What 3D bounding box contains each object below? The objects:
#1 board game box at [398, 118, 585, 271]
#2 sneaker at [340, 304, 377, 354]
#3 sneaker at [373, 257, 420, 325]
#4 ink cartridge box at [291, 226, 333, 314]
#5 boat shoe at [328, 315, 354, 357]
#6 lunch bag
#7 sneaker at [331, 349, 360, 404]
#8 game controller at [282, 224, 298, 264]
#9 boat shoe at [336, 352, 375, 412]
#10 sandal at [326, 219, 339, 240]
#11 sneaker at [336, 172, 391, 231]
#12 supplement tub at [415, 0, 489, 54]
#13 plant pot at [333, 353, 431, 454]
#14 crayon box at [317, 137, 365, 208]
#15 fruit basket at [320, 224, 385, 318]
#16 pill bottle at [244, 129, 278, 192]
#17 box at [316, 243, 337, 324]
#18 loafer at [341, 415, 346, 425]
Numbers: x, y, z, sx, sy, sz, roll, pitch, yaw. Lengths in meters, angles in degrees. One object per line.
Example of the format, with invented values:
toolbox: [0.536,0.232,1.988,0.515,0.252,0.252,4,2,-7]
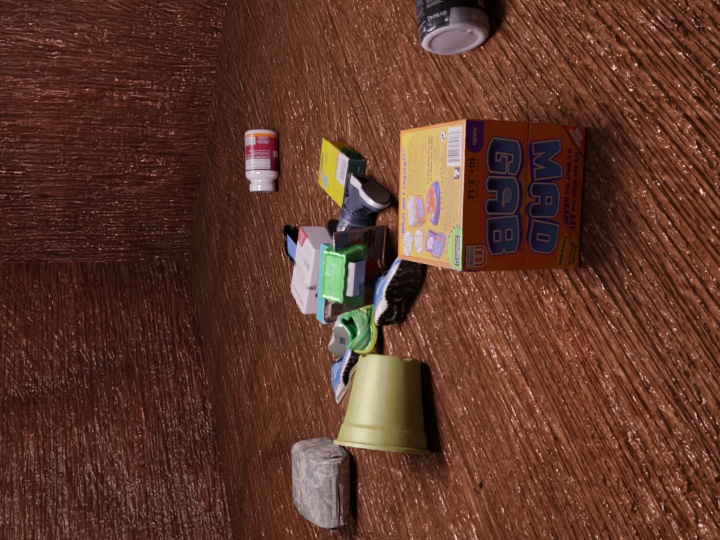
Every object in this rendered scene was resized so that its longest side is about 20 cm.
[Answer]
board game box: [0.187,-0.110,1.056,0.199,0.198,0.203,-165,74,-66]
sneaker: [-0.005,0.096,1.673,0.074,0.083,0.202,132,139,-58]
sneaker: [0.064,0.028,1.501,0.201,0.078,0.090,114,144,-46]
ink cartridge box: [-0.126,-0.002,1.967,0.147,0.082,0.202,-125,40,-54]
boat shoe: [-0.035,0.158,1.789,0.201,0.069,0.072,102,-170,-60]
lunch bag: [-0.094,0.556,1.854,0.167,0.138,0.203,-165,74,-67]
sneaker: [-0.039,0.243,1.768,0.089,0.078,0.201,55,142,34]
game controller: [-0.203,-0.067,2.203,0.200,0.042,0.106,-134,47,-59]
boat shoe: [0.008,0.275,1.696,0.068,0.071,0.201,53,141,27]
sandal: [-0.019,-0.073,1.724,0.200,0.074,0.045,53,142,43]
sneaker: [0.006,-0.128,1.631,0.203,0.076,0.148,-121,46,-66]
supplement tub: [0.151,-0.487,1.216,0.122,0.121,0.203,158,109,-66]
plant pot: [0.053,0.271,1.455,0.200,0.198,0.187,157,122,-66]
crayon box: [-0.052,-0.253,1.813,0.200,0.050,0.128,-130,44,-55]
fruit basket: [0.000,0.000,1.560,0.093,0.199,0.188,14,105,38]
pill bottle: [-0.334,-0.369,2.407,0.113,0.112,0.203,-177,86,-67]
box: [-0.063,0.033,1.819,0.049,0.081,0.203,-150,61,-63]
loafer: [0.008,0.363,1.678,0.201,0.075,0.068,118,149,-50]
